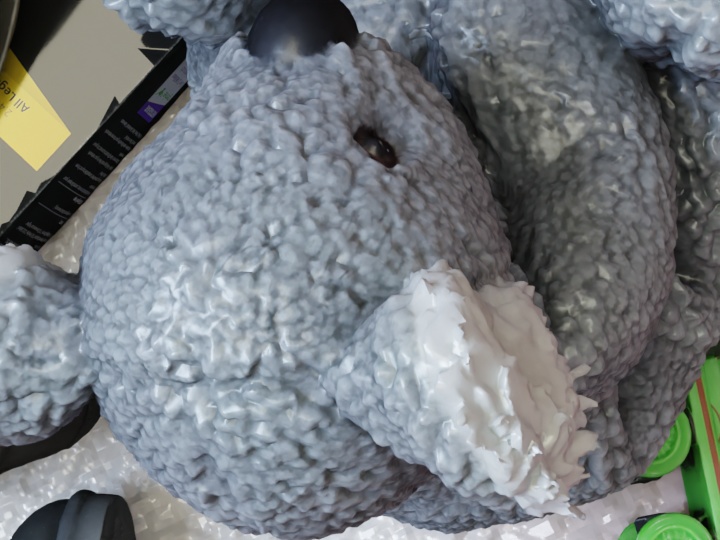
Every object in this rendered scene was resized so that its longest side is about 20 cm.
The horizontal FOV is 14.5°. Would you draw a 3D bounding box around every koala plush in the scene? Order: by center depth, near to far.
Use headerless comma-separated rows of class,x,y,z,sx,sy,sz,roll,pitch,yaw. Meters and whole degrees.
koala plush,0.000,0.000,0.647,0.177,0.200,0.185,6,109,17

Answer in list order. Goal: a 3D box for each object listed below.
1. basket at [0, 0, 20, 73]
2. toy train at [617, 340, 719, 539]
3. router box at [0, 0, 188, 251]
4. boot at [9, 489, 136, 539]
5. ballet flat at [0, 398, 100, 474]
basket,-0.203,-0.101,0.688,0.200,0.180,0.136,32,78,17
toy train,0.100,0.092,0.756,0.056,0.042,0.201,-10,84,-6
router box,-0.144,-0.095,0.784,0.200,0.052,0.157,43,90,7
boot,-0.168,0.130,0.765,0.199,0.066,0.166,7,83,10
ballet flat,-0.157,0.044,0.727,0.199,0.068,0.068,-20,101,27
